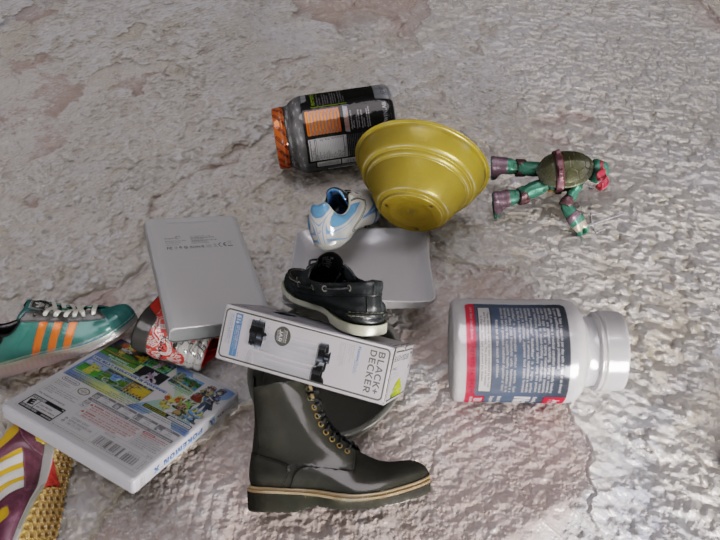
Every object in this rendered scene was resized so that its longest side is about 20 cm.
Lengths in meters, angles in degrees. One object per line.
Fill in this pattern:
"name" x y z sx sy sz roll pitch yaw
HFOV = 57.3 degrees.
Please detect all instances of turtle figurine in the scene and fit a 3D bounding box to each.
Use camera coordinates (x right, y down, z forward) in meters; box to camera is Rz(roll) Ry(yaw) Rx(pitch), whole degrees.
"turtle figurine" 0.296 -0.134 0.990 0.195 0.102 0.152 -1 47 11

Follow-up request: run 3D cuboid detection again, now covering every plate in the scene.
"plate" 0.000 0.000 0.902 0.194 0.033 0.201 -1 30 2

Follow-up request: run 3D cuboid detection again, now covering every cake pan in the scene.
"cake pan" -0.040 0.126 0.816 0.195 0.037 0.203 -2 48 2

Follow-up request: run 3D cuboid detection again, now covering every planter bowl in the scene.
"planter bowl" 0.079 -0.114 0.930 0.196 0.201 0.085 9 64 12

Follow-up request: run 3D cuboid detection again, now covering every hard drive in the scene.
"hard drive" -0.204 0.003 0.869 0.129 0.027 0.202 -4 46 -26

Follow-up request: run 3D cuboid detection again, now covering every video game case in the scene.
"video game case" -0.274 0.157 0.771 0.196 0.022 0.182 20 28 21

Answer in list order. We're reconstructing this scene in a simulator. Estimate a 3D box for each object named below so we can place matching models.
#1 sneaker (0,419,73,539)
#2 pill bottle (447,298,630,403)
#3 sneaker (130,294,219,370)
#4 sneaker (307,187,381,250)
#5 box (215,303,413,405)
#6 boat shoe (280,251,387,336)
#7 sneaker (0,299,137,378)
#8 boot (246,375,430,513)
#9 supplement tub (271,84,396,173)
"sneaker" -0.375 0.244 0.715 0.088 0.076 0.202 -4 39 -2
"pill bottle" 0.202 0.094 0.771 0.195 0.121 0.121 0 47 5
"sneaker" -0.216 0.050 0.886 0.106 0.068 0.203 21 38 -2
"sneaker" -0.018 -0.093 0.960 0.070 0.074 0.200 3 23 20
"box" -0.047 0.090 0.739 0.195 0.117 0.062 13 89 14
"boat shoe" -0.033 0.014 0.753 0.073 0.068 0.199 -2 15 -27
"sneaker" -0.393 0.071 0.850 0.196 0.082 0.071 -19 16 -12
"boot" -0.026 0.177 0.703 0.195 0.078 0.142 -4 79 -1
"supplement tub" -0.043 -0.229 1.078 0.195 0.124 0.124 -8 47 -4
